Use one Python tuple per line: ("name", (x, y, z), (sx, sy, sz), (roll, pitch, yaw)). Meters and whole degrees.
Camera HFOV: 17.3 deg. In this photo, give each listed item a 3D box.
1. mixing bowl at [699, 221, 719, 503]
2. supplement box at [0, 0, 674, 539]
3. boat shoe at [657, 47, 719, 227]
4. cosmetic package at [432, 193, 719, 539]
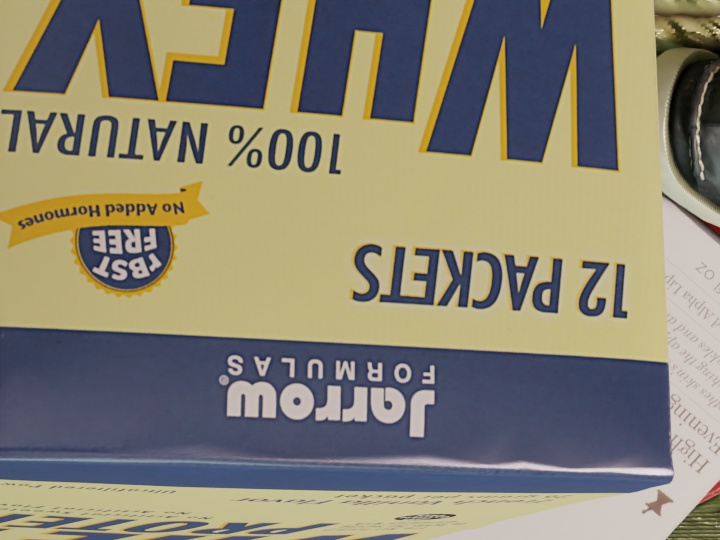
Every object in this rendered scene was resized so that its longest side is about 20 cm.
("mixing bowl", (0.113, 0.055, 1.030), (0.200, 0.108, 0.200), (-25, 169, -5))
("supplement box", (-0.042, -0.044, 0.500), (0.134, 0.200, 0.200), (4, 167, -21))
("boat shoe", (0.179, -0.034, 0.864), (0.066, 0.075, 0.199), (5, 165, 40))
("cosmetic package", (0.076, 0.065, 0.912), (0.102, 0.200, 0.074), (38, -173, -11))
